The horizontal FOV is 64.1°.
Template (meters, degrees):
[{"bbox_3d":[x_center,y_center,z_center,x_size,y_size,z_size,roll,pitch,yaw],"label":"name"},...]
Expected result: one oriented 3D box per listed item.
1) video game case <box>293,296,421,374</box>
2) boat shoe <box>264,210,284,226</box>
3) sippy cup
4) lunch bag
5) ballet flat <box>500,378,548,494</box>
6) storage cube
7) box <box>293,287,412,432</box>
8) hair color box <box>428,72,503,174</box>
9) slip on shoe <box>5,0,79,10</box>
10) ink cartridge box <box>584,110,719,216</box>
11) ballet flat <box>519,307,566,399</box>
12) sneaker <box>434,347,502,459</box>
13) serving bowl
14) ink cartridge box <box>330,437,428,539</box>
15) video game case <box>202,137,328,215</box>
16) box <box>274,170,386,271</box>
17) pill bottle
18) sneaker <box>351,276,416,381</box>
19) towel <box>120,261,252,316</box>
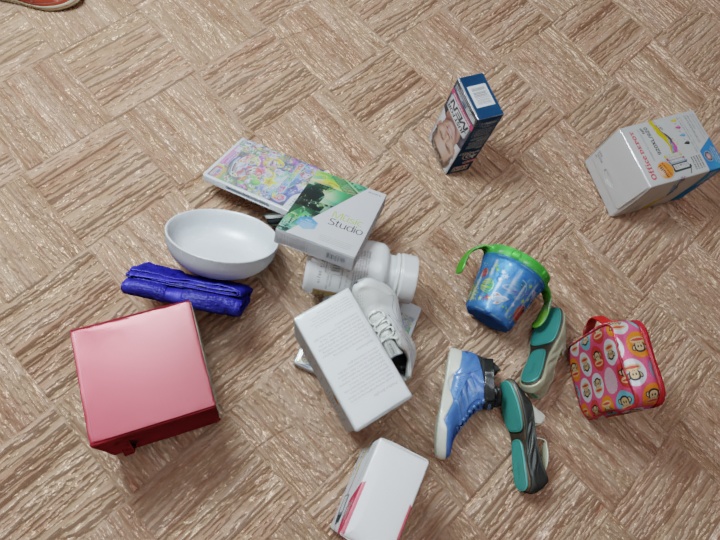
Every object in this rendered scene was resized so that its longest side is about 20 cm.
[{"bbox_3d":[-0.002,0.121,1.071,0.181,0.023,0.201,24,68,0],"label":"video game case"},{"bbox_3d":[-0.085,-0.095,1.115,0.198,0.076,0.061,-4,110,4],"label":"boat shoe"},{"bbox_3d":[0.270,0.040,1.098,0.177,0.140,0.131,27,76,27],"label":"sippy cup"},{"bbox_3d":[0.447,0.169,1.036,0.081,0.200,0.177,-8,71,-7],"label":"lunch bag"},{"bbox_3d":[0.299,0.295,1.039,0.068,0.068,0.202,-1,79,-21],"label":"ballet flat"},{"bbox_3d":[-0.332,0.175,0.915,0.179,0.171,0.201,-15,72,-16],"label":"storage cube"},{"bbox_3d":[-0.019,0.155,0.960,0.106,0.152,0.201,-28,79,-13],"label":"box"},{"bbox_3d":[0.208,-0.291,1.167,0.060,0.200,0.101,-16,72,-16],"label":"hair color box"},{"bbox_3d":[-0.690,-0.597,1.206,0.198,0.061,0.075,6,67,-9],"label":"slip on shoe"},{"bbox_3d":[0.629,-0.229,1.246,0.199,0.145,0.148,-16,74,-14],"label":"ink cartridge box"},{"bbox_3d":[0.354,0.160,1.096,0.069,0.070,0.200,33,57,4],"label":"ballet flat"},{"bbox_3d":[0.197,0.243,1.027,0.110,0.077,0.201,11,61,7],"label":"sneaker"},{"bbox_3d":[-0.250,-0.039,1.034,0.199,0.066,0.201,12,29,-7],"label":"serving bowl"},{"bbox_3d":[0.024,0.352,0.892,0.085,0.200,0.148,25,67,1],"label":"ink cartridge box"},{"bbox_3d":[-0.182,-0.184,1.118,0.199,0.018,0.143,24,49,11],"label":"video game case"},{"bbox_3d":[-0.048,-0.095,1.020,0.143,0.036,0.200,20,42,5],"label":"box"},{"bbox_3d":[0.000,0.000,1.045,0.198,0.114,0.115,11,68,-5],"label":"pill bottle"},{"bbox_3d":[0.047,0.101,0.983,0.074,0.087,0.201,-27,109,9],"label":"sneaker"},{"bbox_3d":[-0.291,0.026,0.994,0.198,0.148,0.050,13,99,-6],"label":"towel"}]
